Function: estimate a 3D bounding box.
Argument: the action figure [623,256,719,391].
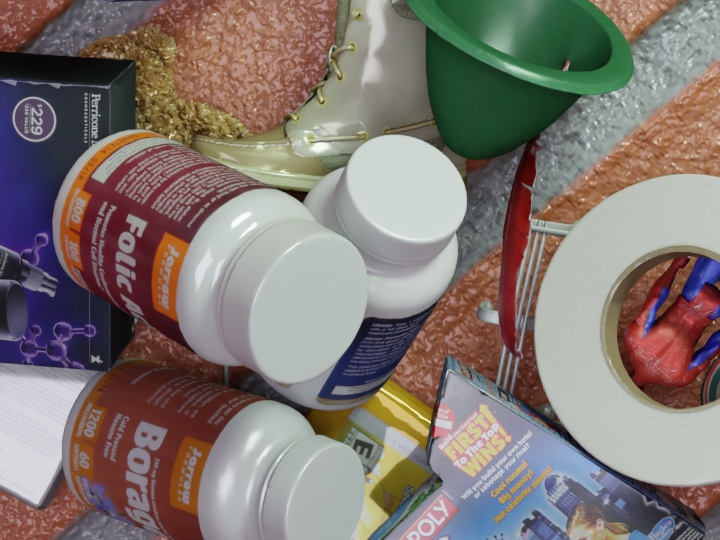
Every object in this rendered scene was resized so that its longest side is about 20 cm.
[{"bbox_3d":[0.236,0.012,1.437,0.065,0.052,0.200,39,98,-6],"label":"action figure"}]

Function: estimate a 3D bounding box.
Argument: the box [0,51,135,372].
[{"bbox_3d":[-0.227,-0.042,1.464,0.140,0.079,0.202,3,108,4],"label":"box"}]

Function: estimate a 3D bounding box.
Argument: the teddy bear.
[{"bbox_3d":[-0.142,-0.071,1.517,0.145,0.067,0.200,-41,98,15],"label":"teddy bear"}]

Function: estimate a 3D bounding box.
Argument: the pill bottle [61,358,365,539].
[{"bbox_3d":[-0.099,0.134,1.468,0.199,0.112,0.113,14,100,36],"label":"pill bottle"}]

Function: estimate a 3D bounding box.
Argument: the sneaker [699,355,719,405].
[{"bbox_3d":[0.331,0.108,1.445,0.198,0.093,0.071,16,97,-11],"label":"sneaker"}]

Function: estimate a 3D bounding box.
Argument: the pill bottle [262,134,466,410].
[{"bbox_3d":[0.000,0.000,1.429,0.111,0.111,0.200,33,143,2],"label":"pill bottle"}]

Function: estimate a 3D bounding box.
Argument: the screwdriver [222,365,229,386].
[{"bbox_3d":[-0.091,0.065,1.518,0.029,0.028,0.202,11,118,27],"label":"screwdriver"}]

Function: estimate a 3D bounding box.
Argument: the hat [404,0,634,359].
[{"bbox_3d":[0.076,-0.090,1.438,0.164,0.200,0.177,22,119,1],"label":"hat"}]

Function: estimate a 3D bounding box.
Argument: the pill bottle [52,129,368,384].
[{"bbox_3d":[-0.095,-0.008,1.350,0.199,0.114,0.115,26,103,43],"label":"pill bottle"}]

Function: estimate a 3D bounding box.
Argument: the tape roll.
[{"bbox_3d":[0.212,0.039,1.395,0.201,0.037,0.205,-2,84,21],"label":"tape roll"}]

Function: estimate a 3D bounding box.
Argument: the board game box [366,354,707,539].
[{"bbox_3d":[0.090,0.167,1.436,0.200,0.062,0.200,-44,94,5],"label":"board game box"}]

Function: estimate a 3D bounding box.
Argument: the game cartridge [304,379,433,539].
[{"bbox_3d":[0.024,0.187,1.541,0.199,0.032,0.177,34,100,3],"label":"game cartridge"}]

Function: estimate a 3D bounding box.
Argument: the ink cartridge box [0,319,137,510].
[{"bbox_3d":[-0.252,0.048,1.560,0.159,0.047,0.201,28,83,2],"label":"ink cartridge box"}]

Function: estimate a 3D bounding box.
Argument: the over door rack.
[{"bbox_3d":[0.174,0.044,1.493,0.198,0.067,0.149,10,99,-9],"label":"over door rack"}]

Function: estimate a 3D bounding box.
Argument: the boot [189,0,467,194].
[{"bbox_3d":[-0.020,-0.130,1.469,0.198,0.072,0.156,0,97,-15],"label":"boot"}]
